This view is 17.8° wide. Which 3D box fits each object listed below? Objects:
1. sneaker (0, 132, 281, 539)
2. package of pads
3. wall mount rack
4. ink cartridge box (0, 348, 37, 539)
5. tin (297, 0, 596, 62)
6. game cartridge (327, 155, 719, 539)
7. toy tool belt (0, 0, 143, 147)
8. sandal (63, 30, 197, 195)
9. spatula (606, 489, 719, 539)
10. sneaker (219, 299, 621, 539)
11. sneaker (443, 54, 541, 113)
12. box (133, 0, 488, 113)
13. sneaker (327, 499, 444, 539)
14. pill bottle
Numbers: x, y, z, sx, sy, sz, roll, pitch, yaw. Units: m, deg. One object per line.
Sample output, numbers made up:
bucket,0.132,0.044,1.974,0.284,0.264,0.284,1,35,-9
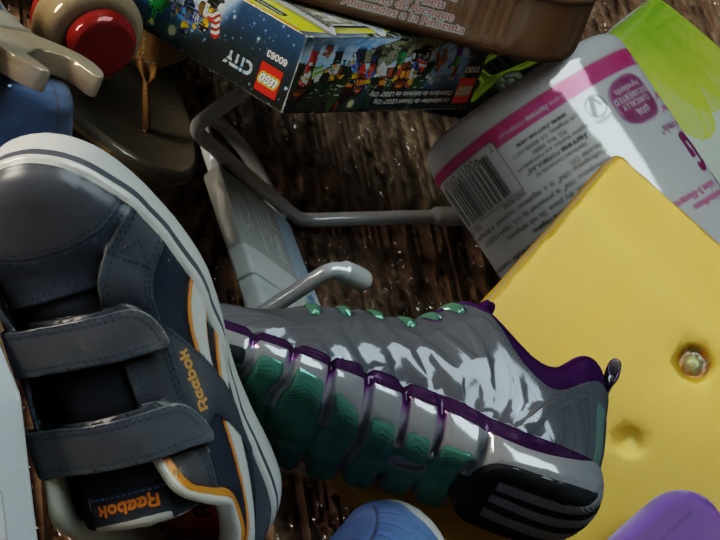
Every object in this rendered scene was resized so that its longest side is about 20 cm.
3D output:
sneaker,-0.089,0.046,0.867,0.200,0.078,0.079,63,27,-28
package of pads,0.166,-0.060,1.253,0.154,0.068,0.200,40,36,5
wall mount rack,0.000,0.000,1.060,0.174,0.075,0.200,37,26,-50
ink cartridge box,-0.198,0.031,0.799,0.163,0.057,0.200,-10,99,-44
tin,0.012,-0.141,1.043,0.200,0.042,0.112,13,16,-18
game cartridge,0.113,0.077,1.005,0.176,0.032,0.200,43,73,2
toy tool belt,-0.169,-0.066,0.932,0.200,0.125,0.123,-12,37,-22
sandal,-0.109,-0.116,1.111,0.082,0.055,0.200,20,39,-19
spatula,0.171,0.180,0.974,0.057,0.021,0.200,-39,108,-20
sneaker,0.010,0.042,0.952,0.200,0.074,0.088,22,56,-7
sneaker,0.017,-0.143,1.223,0.200,0.075,0.076,16,41,-27
box,-0.056,-0.131,1.062,0.200,0.038,0.137,33,23,32
sneaker,-0.022,0.140,0.868,0.077,0.076,0.200,58,32,-14
pill bottle,0.130,-0.003,1.105,0.113,0.113,0.200,-28,83,-50
